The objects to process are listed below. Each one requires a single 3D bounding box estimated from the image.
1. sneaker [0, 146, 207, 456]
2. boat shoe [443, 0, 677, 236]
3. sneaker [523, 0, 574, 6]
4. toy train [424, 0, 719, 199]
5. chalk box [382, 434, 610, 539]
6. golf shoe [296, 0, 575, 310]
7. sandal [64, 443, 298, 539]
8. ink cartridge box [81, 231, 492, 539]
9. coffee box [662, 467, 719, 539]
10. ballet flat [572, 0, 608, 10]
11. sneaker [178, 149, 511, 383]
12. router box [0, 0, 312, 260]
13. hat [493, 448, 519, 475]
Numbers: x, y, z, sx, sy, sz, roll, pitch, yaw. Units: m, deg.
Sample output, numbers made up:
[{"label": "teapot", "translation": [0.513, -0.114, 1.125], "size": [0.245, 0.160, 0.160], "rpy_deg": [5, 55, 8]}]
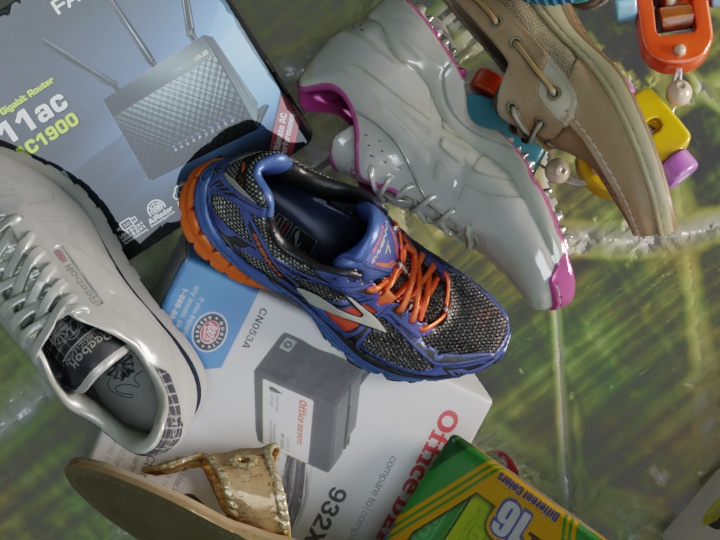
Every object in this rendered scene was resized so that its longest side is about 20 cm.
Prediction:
[{"label": "sneaker", "translation": [-0.157, 0.011, 0.666], "size": [0.076, 0.081, 0.200], "rpy_deg": [-44, 93, 10]}, {"label": "boat shoe", "translation": [0.105, -0.096, 0.713], "size": [0.064, 0.071, 0.201], "rpy_deg": [-29, 67, 5]}, {"label": "sneaker", "translation": [0.038, -0.211, 0.676], "size": [0.199, 0.077, 0.081], "rpy_deg": [23, 61, -8]}, {"label": "toy train", "translation": [0.126, -0.109, 0.773], "size": [0.198, 0.056, 0.152], "rpy_deg": [-11, 78, 5]}, {"label": "chalk box", "translation": [0.063, 0.219, 0.732], "size": [0.201, 0.124, 0.124], "rpy_deg": [-57, 144, -3]}, {"label": "golf shoe", "translation": [0.039, -0.052, 0.703], "size": [0.091, 0.075, 0.201], "rpy_deg": [-30, 69, -8]}, {"label": "sandal", "translation": [-0.051, 0.130, 0.705], "size": [0.210, 0.078, 0.070], "rpy_deg": [23, 57, 12]}, {"label": "ink cartridge box", "translation": [-0.045, 0.087, 0.771], "size": [0.199, 0.084, 0.146], "rpy_deg": [26, 97, -13]}, {"label": "coffee box", "translation": [0.347, 0.184, 0.794], "size": [0.200, 0.198, 0.200], "rpy_deg": [40, 93, -17]}, {"label": "ballet flat", "translation": [0.132, -0.251, 0.732], "size": [0.067, 0.068, 0.202], "rpy_deg": [-21, 109, -44]}, {"label": "sneaker", "translation": [0.000, 0.000, 0.691], "size": [0.199, 0.078, 0.076], "rpy_deg": [27, 67, -20]}, {"label": "router box", "translation": [-0.147, -0.087, 0.727], "size": [0.199, 0.062, 0.150], "rpy_deg": [-33, 104, 0]}, {"label": "hat", "translation": [0.126, 0.263, 0.873], "size": [0.164, 0.177, 0.201], "rpy_deg": [15, 138, -13]}]
